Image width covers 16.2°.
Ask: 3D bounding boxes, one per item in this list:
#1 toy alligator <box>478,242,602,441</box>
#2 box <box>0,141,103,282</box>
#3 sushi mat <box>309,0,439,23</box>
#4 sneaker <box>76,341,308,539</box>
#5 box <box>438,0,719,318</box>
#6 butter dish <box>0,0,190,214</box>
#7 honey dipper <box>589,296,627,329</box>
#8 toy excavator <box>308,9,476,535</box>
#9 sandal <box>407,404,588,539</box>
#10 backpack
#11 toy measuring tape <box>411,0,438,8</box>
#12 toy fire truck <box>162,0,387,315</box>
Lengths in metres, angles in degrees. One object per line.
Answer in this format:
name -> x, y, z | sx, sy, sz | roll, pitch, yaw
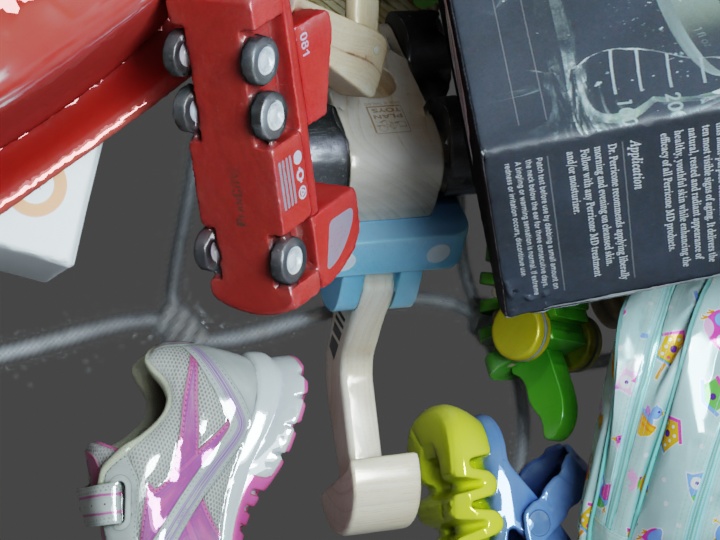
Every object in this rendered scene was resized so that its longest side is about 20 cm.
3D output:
toy alligator -> 0.085, -0.014, 1.280 | 0.059, 0.054, 0.201 | 10, 77, -51
box -> -0.174, -0.109, 1.169 | 0.124, 0.097, 0.201 | 15, 81, -12
sushi mat -> -0.041, -0.184, 1.268 | 0.200, 0.012, 0.096 | 38, 75, -13
sneaker -> -0.098, 0.122, 1.199 | 0.088, 0.081, 0.201 | 22, 72, -14
box -> 0.137, -0.107, 1.107 | 0.195, 0.124, 0.201 | -10, 53, 1
butter dish -> -0.164, -0.138, 1.048 | 0.200, 0.148, 0.200 | -36, 93, -13
honey dipper -> 0.204, -0.011, 1.252 | 0.038, 0.199, 0.038 | 27, 55, -47
toy excavator -> 0.000, 0.000, 1.231 | 0.099, 0.201, 0.195 | -6, 46, -18
sandal -> 0.082, 0.163, 1.255 | 0.087, 0.079, 0.201 | -6, 90, -23
backpack -> 0.176, 0.094, 1.223 | 0.126, 0.167, 0.201 | 13, 113, 12
toy measuring tape -> 0.066, -0.183, 1.206 | 0.073, 0.199, 0.074 | 28, 49, -38
toy fire truck -> -0.024, -0.097, 1.103 | 0.141, 0.049, 0.201 | -37, 127, -48
